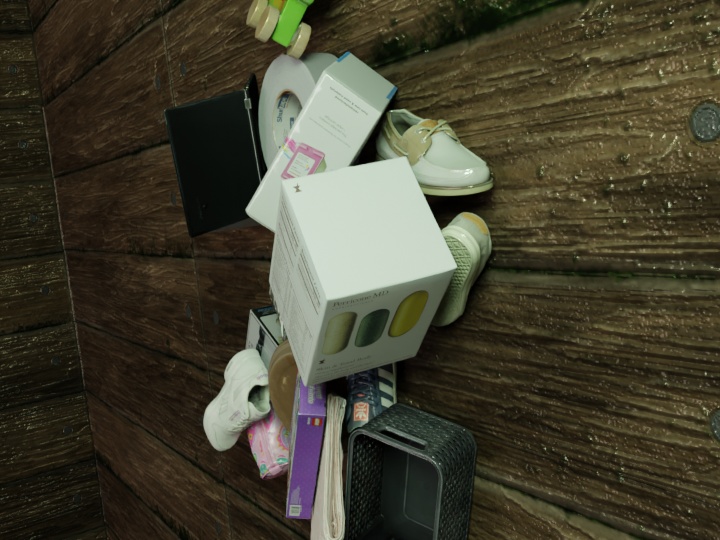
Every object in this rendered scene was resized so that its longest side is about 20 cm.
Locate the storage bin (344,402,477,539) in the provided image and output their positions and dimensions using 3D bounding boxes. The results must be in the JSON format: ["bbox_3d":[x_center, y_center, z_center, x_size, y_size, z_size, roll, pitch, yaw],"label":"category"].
[{"bbox_3d":[0.060,0.287,0.983,0.133,0.093,0.205,15,110,33],"label":"storage bin"}]

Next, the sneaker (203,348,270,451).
[{"bbox_3d":[-0.204,0.235,1.322,0.100,0.074,0.203,43,122,37],"label":"sneaker"}]

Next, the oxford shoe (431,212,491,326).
[{"bbox_3d":[0.104,0.003,0.914,0.075,0.058,0.201,36,149,11],"label":"oxford shoe"}]

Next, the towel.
[{"bbox_3d":[-0.043,0.293,1.056,0.201,0.031,0.195,103,170,-57],"label":"towel"}]

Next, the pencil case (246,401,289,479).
[{"bbox_3d":[-0.171,0.263,1.399,0.088,0.086,0.203,-48,59,52],"label":"pencil case"}]

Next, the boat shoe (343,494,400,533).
[{"bbox_3d":[0.012,0.358,1.148,0.199,0.071,0.074,-26,77,51],"label":"boat shoe"}]

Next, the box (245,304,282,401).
[{"bbox_3d":[-0.123,0.162,1.318,0.200,0.059,0.119,47,136,42],"label":"box"}]

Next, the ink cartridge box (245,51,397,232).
[{"bbox_3d":[-0.047,-0.148,0.967,0.084,0.145,0.201,33,116,-5],"label":"ink cartridge box"}]

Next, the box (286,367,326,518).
[{"bbox_3d":[-0.075,0.222,1.092,0.138,0.038,0.203,-95,11,-54],"label":"box"}]

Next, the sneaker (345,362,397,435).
[{"bbox_3d":[0.008,0.166,1.053,0.073,0.084,0.204,-7,106,24],"label":"sneaker"}]

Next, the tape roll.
[{"bbox_3d":[-0.076,-0.206,1.132,0.199,0.065,0.205,25,120,53],"label":"tape roll"}]

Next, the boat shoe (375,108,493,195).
[{"bbox_3d":[0.075,-0.136,0.898,0.199,0.073,0.070,30,129,53],"label":"boat shoe"}]

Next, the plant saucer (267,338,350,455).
[{"bbox_3d":[-0.064,0.193,1.181,0.197,0.029,0.204,15,119,28],"label":"plant saucer"}]

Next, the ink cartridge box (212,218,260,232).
[{"bbox_3d":[-0.239,-0.170,1.358,0.202,0.114,0.068,62,145,27],"label":"ink cartridge box"}]

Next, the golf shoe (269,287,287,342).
[{"bbox_3d":[-0.102,0.058,1.252,0.094,0.076,0.205,160,107,-66],"label":"golf shoe"}]

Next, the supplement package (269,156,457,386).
[{"bbox_3d":[-0.007,0.005,0.891,0.201,0.149,0.153,107,146,-56],"label":"supplement package"}]

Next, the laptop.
[{"bbox_3d":[-0.207,-0.181,1.202,0.201,0.113,0.191,-95,-1,-66],"label":"laptop"}]

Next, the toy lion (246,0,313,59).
[{"bbox_3d":[-0.079,-0.394,1.053,0.194,0.068,0.201,-62,24,15],"label":"toy lion"}]
